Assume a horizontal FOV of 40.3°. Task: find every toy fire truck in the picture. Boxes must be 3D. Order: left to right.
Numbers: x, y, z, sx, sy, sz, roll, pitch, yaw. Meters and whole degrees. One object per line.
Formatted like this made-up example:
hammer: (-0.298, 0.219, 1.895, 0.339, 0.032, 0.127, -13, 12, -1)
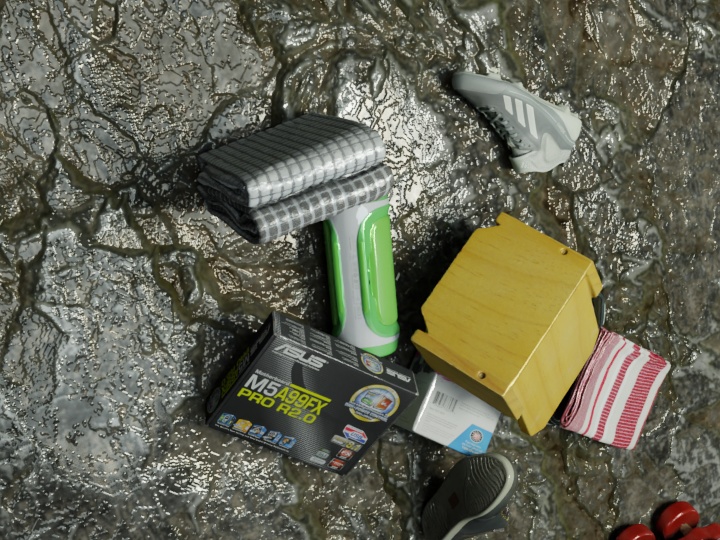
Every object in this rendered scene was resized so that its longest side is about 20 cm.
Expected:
toy fire truck: (0.458, 0.452, 1.442, 0.199, 0.112, 0.168, -20, 124, -19)

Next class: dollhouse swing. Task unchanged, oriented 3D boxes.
dollhouse swing: (0.187, 0.076, 1.220, 0.181, 0.176, 0.200, 31, 74, 18)

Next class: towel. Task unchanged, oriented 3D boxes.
towel: (-0.077, -0.099, 1.059, 0.165, 0.200, 0.086, -24, 112, -19)
towel: (0.357, 0.170, 1.354, 0.200, 0.023, 0.144, 24, 89, -45)

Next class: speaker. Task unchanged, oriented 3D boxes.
speaker: (0.000, 0.000, 1.170, 0.088, 0.088, 0.201, -9, 102, -22)

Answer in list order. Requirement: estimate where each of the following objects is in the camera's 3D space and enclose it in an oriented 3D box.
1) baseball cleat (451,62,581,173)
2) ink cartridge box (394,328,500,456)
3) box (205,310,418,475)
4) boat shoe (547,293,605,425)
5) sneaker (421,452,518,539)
baseball cleat: (0.193, -0.182, 1.233, 0.199, 0.070, 0.107, 16, 92, -24)
ink cartridge box: (0.132, 0.125, 1.252, 0.115, 0.068, 0.201, 27, 81, -25)
box: (-0.058, 0.149, 1.151, 0.200, 0.044, 0.160, 26, 120, -25)
boat shoe: (0.283, 0.117, 1.326, 0.075, 0.060, 0.201, 3, 98, -24)
sneaker: (0.165, 0.286, 1.258, 0.106, 0.200, 0.075, -1, 57, -30)
